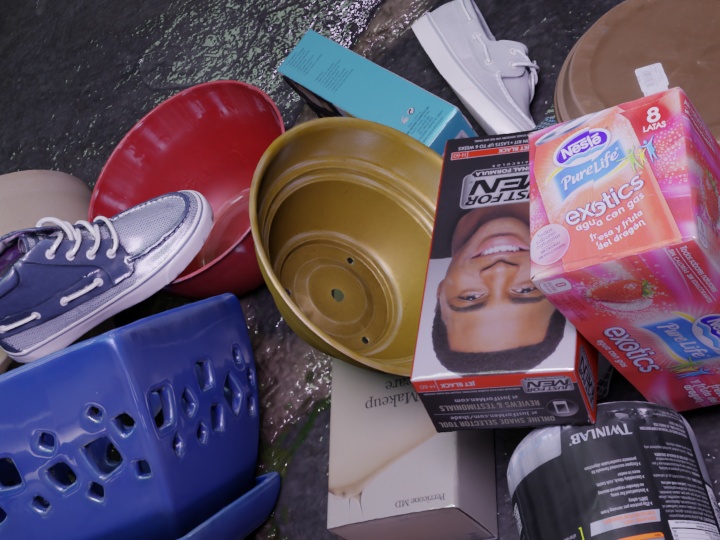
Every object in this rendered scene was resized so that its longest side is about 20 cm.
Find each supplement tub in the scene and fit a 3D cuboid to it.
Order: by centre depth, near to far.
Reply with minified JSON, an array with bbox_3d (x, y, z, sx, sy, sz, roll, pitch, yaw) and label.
[{"bbox_3d":[0.163,0.189,0.757,0.122,0.123,0.200,-24,51,19],"label":"supplement tub"}]

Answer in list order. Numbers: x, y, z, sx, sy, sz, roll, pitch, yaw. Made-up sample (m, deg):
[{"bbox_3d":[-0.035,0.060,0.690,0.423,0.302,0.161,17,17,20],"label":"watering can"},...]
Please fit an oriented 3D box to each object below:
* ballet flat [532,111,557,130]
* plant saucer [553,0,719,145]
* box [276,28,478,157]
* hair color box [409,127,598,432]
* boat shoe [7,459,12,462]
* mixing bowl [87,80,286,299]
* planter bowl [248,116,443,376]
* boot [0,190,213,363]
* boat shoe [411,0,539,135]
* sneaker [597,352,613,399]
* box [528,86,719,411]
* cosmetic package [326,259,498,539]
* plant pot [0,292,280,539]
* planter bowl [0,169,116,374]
[{"bbox_3d":[0.158,-0.085,0.961,0.074,0.074,0.200,32,84,42],"label":"ballet flat"},{"bbox_3d":[0.233,-0.139,0.902,0.200,0.029,0.200,-11,50,13],"label":"plant saucer"},{"bbox_3d":[0.020,-0.131,1.079,0.049,0.082,0.200,-51,48,-4],"label":"box"},{"bbox_3d":[0.098,0.001,0.813,0.101,0.061,0.200,-6,49,19],"label":"hair color box"},{"bbox_3d":[-0.335,0.199,1.124,0.201,0.070,0.072,-44,71,-4],"label":"boat shoe"},{"bbox_3d":[-0.121,-0.052,1.104,0.200,0.108,0.200,-16,55,25],"label":"mixing bowl"},{"bbox_3d":[0.000,0.000,0.883,0.083,0.200,0.201,-48,36,48],"label":"planter bowl"},{"bbox_3d":[-0.212,-0.012,0.995,0.200,0.090,0.073,-38,48,-3],"label":"boot"},{"bbox_3d":[0.109,-0.161,1.055,0.068,0.072,0.200,-37,39,9],"label":"boat shoe"},{"bbox_3d":[0.177,-0.009,0.903,0.076,0.080,0.200,7,62,53],"label":"sneaker"},{"bbox_3d":[0.182,-0.004,0.754,0.095,0.200,0.103,-16,54,28],"label":"box"},{"bbox_3d":[0.037,0.097,0.931,0.103,0.073,0.200,-16,54,24],"label":"cosmetic package"},{"bbox_3d":[-0.181,0.141,0.950,0.200,0.200,0.180,-21,89,20],"label":"plant pot"},{"bbox_3d":[-0.294,0.029,1.125,0.200,0.200,0.135,-37,67,8],"label":"planter bowl"}]
